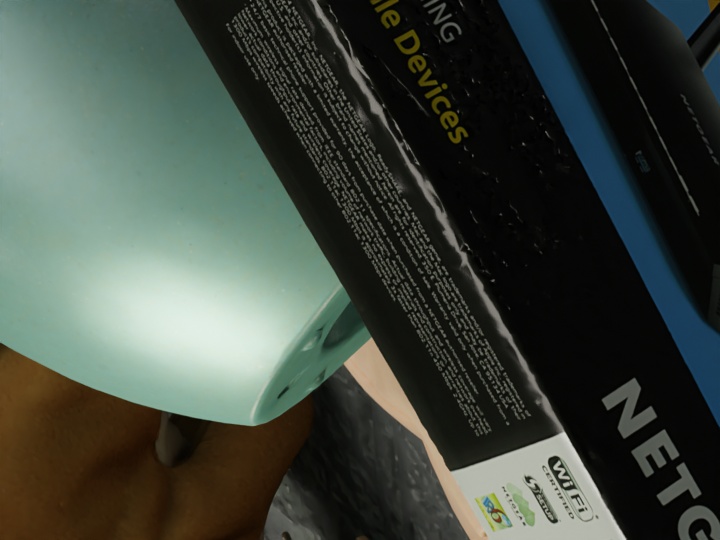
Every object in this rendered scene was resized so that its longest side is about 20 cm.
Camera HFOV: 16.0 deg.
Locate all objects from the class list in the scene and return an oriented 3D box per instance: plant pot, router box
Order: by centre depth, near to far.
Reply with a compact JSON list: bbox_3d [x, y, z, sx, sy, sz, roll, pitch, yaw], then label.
[{"bbox_3d":[0.065,-0.027,0.499,0.200,0.149,0.051,59,151,-1],"label":"router box"},{"bbox_3d":[-0.038,-0.063,0.593,0.161,0.201,0.201,42,148,8],"label":"plant pot"}]

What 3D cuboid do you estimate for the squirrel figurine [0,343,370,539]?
[{"bbox_3d":[-0.082,0.112,0.816,0.187,0.200,0.141,51,143,-13],"label":"squirrel figurine"}]

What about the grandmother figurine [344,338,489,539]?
[{"bbox_3d":[0.000,0.000,0.723,0.200,0.060,0.121,55,162,12],"label":"grandmother figurine"}]
